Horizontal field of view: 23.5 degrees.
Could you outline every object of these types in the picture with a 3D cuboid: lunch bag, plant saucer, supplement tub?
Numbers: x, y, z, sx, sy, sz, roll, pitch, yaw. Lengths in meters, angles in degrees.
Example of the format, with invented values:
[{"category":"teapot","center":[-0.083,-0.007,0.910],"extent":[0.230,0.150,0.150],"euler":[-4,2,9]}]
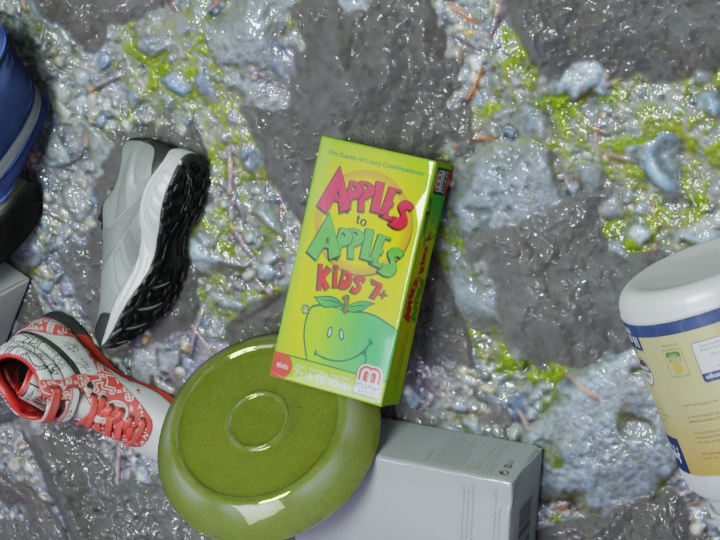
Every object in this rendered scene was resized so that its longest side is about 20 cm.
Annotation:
[{"category":"lunch bag","center":[-0.383,-0.142,1.502],"extent":[0.199,0.136,0.132],"euler":[15,155,19]},{"category":"plant saucer","center":[-0.083,0.132,1.453],"extent":[0.199,0.200,0.031],"euler":[6,149,23]},{"category":"supplement tub","center":[0.288,0.083,1.282],"extent":[0.144,0.144,0.201],"euler":[-17,100,29]}]

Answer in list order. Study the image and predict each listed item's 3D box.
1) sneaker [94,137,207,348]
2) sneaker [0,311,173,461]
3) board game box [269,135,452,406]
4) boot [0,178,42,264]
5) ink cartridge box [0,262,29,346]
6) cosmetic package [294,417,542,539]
[{"category":"sneaker","center":[-0.196,-0.024,1.516],"extent":[0.079,0.074,0.201],"euler":[28,112,24]},{"category":"sneaker","center":[-0.243,0.126,1.562],"extent":[0.201,0.108,0.067],"euler":[40,119,7]},{"category":"board game box","center":[0.000,0.000,1.406],"extent":[0.101,0.048,0.201],"euler":[14,94,20]},{"category":"boot","center":[-0.400,-0.035,1.534],"extent":[0.153,0.204,0.074],"euler":[24,137,20]},{"category":"ink cartridge box","center":[-0.429,0.024,1.625],"extent":[0.200,0.084,0.145],"euler":[33,119,12]},{"category":"cosmetic package","center":[0.046,0.195,1.471],"extent":[0.199,0.081,0.113],"euler":[11,112,22]}]
